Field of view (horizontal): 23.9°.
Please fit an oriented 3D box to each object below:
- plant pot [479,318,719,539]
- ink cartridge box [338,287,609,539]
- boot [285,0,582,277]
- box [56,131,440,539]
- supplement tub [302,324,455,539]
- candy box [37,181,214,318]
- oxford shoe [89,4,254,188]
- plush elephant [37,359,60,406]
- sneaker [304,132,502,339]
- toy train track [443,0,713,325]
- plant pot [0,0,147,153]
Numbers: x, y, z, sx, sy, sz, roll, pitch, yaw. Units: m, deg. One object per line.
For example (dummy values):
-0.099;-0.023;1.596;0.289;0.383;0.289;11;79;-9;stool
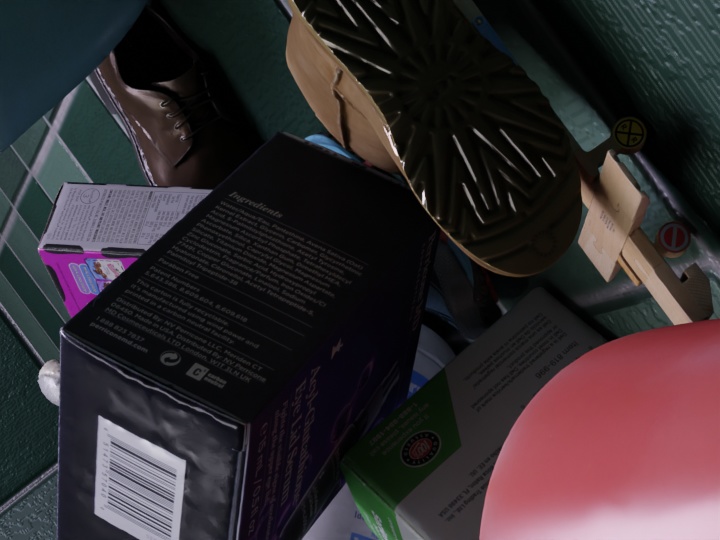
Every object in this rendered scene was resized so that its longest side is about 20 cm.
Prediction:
0.167;0.096;0.588;0.201;0.200;0.177;53;152;-2;plant pot
0.110;0.127;0.846;0.200;0.146;0.083;42;162;35;ink cartridge box
0.027;-0.068;0.776;0.176;0.066;0.200;56;176;3;boot
-0.053;0.050;0.846;0.103;0.200;0.149;24;133;18;box
-0.012;0.138;1.040;0.130;0.202;0.133;7;145;5;supplement tub
-0.094;0.009;1.117;0.197;0.062;0.137;4;144;14;candy box
-0.117;-0.095;1.136;0.201;0.072;0.084;51;159;3;oxford shoe
-0.124;0.026;1.283;0.164;0.199;0.156;25;129;31;plush elephant
0.000;0.000;0.970;0.200;0.095;0.080;34;157;48;sneaker
0.092;-0.063;0.722;0.201;0.032;0.115;55;171;14;toy train track
-0.217;-0.197;1.040;0.201;0.160;0.201;47;162;20;plant pot
